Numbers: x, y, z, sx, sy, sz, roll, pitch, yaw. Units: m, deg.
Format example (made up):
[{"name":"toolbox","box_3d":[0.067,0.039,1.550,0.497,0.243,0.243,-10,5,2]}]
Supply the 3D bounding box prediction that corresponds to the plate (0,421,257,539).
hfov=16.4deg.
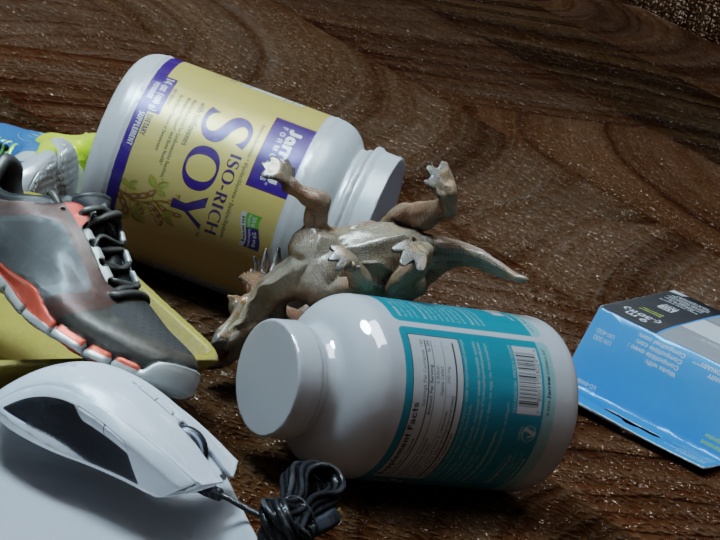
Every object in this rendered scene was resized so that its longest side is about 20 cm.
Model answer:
[{"name":"plate","box_3d":[-0.151,0.124,1.273,0.198,0.033,0.200,14,16,-21]}]

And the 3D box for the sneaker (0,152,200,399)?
[{"name":"sneaker","box_3d":[-0.158,-0.003,1.401,0.200,0.082,0.077,34,-2,24]}]

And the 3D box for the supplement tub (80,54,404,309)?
[{"name":"supplement tub","box_3d":[-0.083,-0.055,1.749,0.199,0.146,0.145,20,16,7]}]

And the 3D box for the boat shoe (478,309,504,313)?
[{"name":"boat shoe","box_3d":[0.049,0.066,1.636,0.200,0.072,0.061,4,19,-19]}]

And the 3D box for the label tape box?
[{"name":"label tape box","box_3d":[0.241,0.077,1.824,0.143,0.066,0.200,27,16,27]}]

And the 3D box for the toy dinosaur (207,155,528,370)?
[{"name":"toy dinosaur","box_3d":[0.000,0.000,1.561,0.199,0.136,0.086,-2,58,-6]}]

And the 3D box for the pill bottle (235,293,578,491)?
[{"name":"pill bottle","box_3d":[0.026,0.073,1.504,0.199,0.111,0.111,8,18,-34]}]

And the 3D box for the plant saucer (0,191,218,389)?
[{"name":"plant saucer","box_3d":[-0.217,0.020,1.491,0.199,0.049,0.200,1,30,-48]}]

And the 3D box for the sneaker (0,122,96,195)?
[{"name":"sneaker","box_3d":[-0.245,-0.063,1.755,0.104,0.076,0.200,8,7,8]}]

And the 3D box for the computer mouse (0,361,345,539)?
[{"name":"computer mouse","box_3d":[-0.102,0.089,1.309,0.199,0.044,0.110,23,16,14]}]
